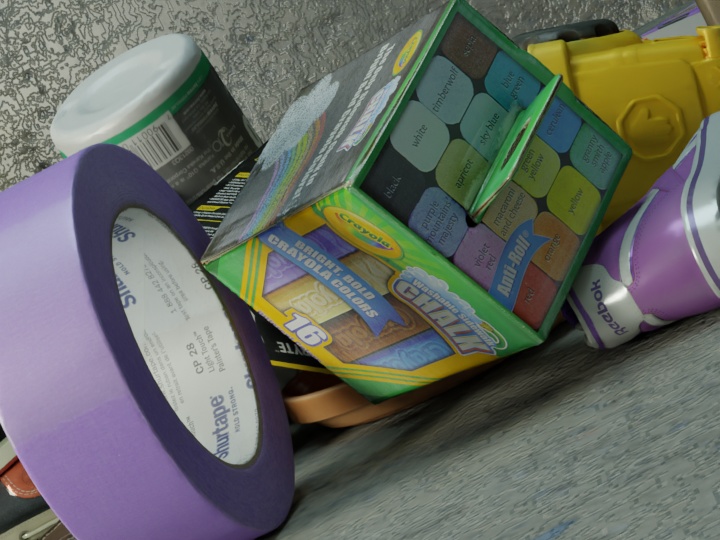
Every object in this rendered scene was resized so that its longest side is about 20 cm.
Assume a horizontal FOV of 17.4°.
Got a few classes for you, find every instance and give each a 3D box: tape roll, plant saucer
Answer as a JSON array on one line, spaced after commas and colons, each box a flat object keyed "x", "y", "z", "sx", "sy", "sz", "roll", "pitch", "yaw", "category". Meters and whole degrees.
[{"x": -0.107, "y": 0.043, "z": 1.116, "sx": 0.065, "sy": 0.201, "sz": 0.200, "roll": -25, "pitch": 6, "yaw": 16, "category": "tape roll"}, {"x": 0.049, "y": 0.037, "z": 1.315, "sx": 0.199, "sy": 0.032, "sz": 0.200, "roll": -28, "pitch": 5, "yaw": 3, "category": "plant saucer"}]

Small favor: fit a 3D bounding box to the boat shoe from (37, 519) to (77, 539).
[{"x": -0.120, "y": 0.105, "z": 1.255, "sx": 0.074, "sy": 0.075, "sz": 0.202, "roll": -23, "pitch": 7, "yaw": 36, "category": "boat shoe"}]

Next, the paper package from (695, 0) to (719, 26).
[{"x": 0.323, "y": -0.240, "z": 1.677, "sx": 0.190, "sy": 0.201, "sz": 0.103, "roll": -26, "pitch": 5, "yaw": 16, "category": "paper package"}]

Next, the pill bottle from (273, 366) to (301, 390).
[{"x": 0.000, "y": 0.000, "z": 1.461, "sx": 0.199, "sy": 0.113, "sz": 0.112, "roll": -30, "pitch": 6, "yaw": -24, "category": "pill bottle"}]

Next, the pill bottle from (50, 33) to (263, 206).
[{"x": -0.104, "y": -0.043, "z": 1.525, "sx": 0.113, "sy": 0.201, "sz": 0.113, "roll": -27, "pitch": 25, "yaw": 13, "category": "pill bottle"}]

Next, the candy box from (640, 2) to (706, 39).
[{"x": 0.375, "y": -0.237, "z": 2.077, "sx": 0.200, "sy": 0.072, "sz": 0.167, "roll": -32, "pitch": 7, "yaw": -37, "category": "candy box"}]

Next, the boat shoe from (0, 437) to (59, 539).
[{"x": -0.224, "y": 0.159, "z": 1.308, "sx": 0.200, "sy": 0.063, "sz": 0.071, "roll": -42, "pitch": 7, "yaw": 12, "category": "boat shoe"}]

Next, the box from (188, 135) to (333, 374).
[{"x": -0.026, "y": -0.012, "z": 1.320, "sx": 0.199, "sy": 0.050, "sz": 0.160, "roll": 6, "pitch": 36, "yaw": 44, "category": "box"}]

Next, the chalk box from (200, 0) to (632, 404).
[{"x": 0.038, "y": -0.035, "z": 1.125, "sx": 0.200, "sy": 0.124, "sz": 0.125, "roll": -22, "pitch": 33, "yaw": 56, "category": "chalk box"}]

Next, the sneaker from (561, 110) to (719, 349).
[{"x": 0.150, "y": -0.020, "z": 1.167, "sx": 0.114, "sy": 0.073, "sz": 0.200, "roll": -28, "pitch": 5, "yaw": 25, "category": "sneaker"}]

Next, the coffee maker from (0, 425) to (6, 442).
[{"x": -0.173, "y": 0.033, "z": 1.399, "sx": 0.134, "sy": 0.193, "sz": 0.200, "roll": 12, "pitch": 32, "yaw": 7, "category": "coffee maker"}]

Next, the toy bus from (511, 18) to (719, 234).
[{"x": 0.194, "y": -0.098, "z": 1.441, "sx": 0.191, "sy": 0.137, "sz": 0.200, "roll": -13, "pitch": 5, "yaw": 8, "category": "toy bus"}]
